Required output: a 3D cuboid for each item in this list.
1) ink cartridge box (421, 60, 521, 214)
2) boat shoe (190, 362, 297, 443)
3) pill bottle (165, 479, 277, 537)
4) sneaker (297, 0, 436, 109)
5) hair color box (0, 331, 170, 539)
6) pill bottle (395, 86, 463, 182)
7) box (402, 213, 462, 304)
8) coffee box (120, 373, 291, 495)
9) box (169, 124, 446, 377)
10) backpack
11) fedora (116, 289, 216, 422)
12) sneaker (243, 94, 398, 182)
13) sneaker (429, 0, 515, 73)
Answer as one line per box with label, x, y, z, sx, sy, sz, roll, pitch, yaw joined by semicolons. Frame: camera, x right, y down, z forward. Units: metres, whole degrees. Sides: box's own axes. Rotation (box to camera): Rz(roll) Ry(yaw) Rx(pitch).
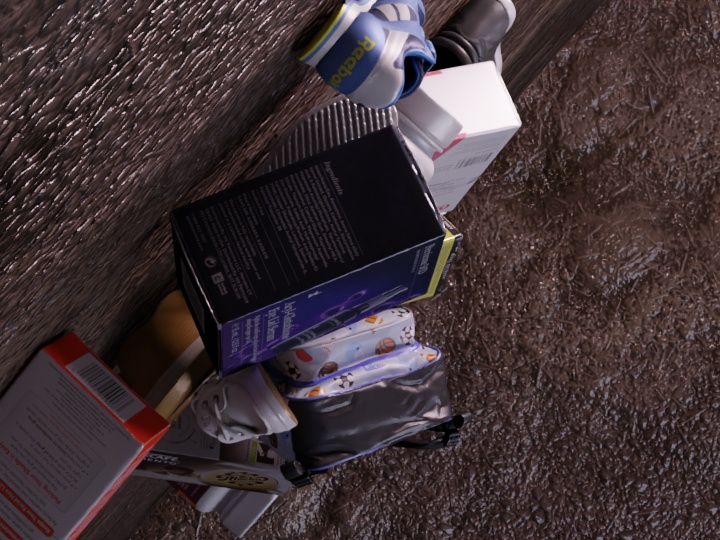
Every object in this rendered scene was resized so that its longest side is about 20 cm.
ink cartridge box;0.059;-0.127;1.840;0.146;0.083;0.200;-14;161;-25
boat shoe;-0.108;0.121;1.508;0.069;0.071;0.200;-32;-176;-13
pill bottle;-0.175;0.194;1.929;0.114;0.200;0.114;-47;176;-4
sneaker;0.017;-0.168;1.338;0.074;0.082;0.200;-51;177;25
hair color box;-0.254;0.160;1.356;0.200;0.111;0.064;-49;176;18
pill bottle;-0.003;-0.092;1.641;0.200;0.113;0.113;-49;176;5
box;0.000;0.000;1.595;0.199;0.050;0.076;-16;138;-39
coffee box;-0.163;0.173;1.815;0.113;0.199;0.080;126;-29;-66
box;-0.044;-0.014;1.401;0.199;0.105;0.148;-22;163;-10
backpack;-0.028;0.108;1.660;0.199;0.155;0.190;-11;-174;-27
fedora;-0.174;0.077;1.648;0.201;0.082;0.201;-48;179;-1
sneaker;-0.052;-0.086;1.538;0.200;0.073;0.114;-38;180;2
sneaker;0.105;-0.227;1.895;0.099;0.071;0.200;-45;170;-19
